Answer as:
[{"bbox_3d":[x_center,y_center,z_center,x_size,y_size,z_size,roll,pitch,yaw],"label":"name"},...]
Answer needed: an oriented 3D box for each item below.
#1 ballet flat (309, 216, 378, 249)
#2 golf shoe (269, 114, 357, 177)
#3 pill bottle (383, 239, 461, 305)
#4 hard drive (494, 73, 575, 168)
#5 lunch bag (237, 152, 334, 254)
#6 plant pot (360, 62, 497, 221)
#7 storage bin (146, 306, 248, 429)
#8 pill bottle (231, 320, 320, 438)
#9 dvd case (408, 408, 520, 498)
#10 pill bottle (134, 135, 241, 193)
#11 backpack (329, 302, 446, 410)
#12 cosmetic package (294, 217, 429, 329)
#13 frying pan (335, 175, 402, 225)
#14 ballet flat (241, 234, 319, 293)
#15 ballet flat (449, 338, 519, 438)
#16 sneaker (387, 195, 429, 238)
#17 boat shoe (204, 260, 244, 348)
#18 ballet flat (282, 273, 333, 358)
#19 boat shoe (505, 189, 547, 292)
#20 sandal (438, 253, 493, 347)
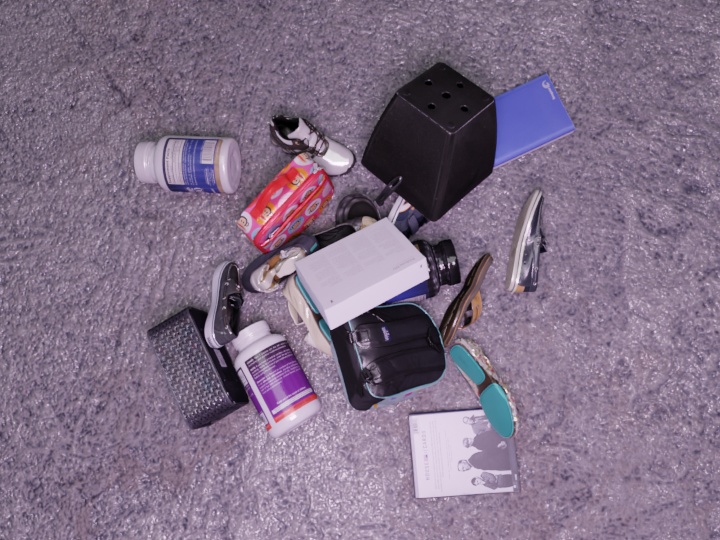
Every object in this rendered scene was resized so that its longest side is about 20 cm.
[{"bbox_3d":[-0.053,-0.054,1.186,0.196,0.057,0.068,-19,87,20],"label":"ballet flat"},{"bbox_3d":[-0.102,-0.255,1.234,0.196,0.095,0.079,23,81,7],"label":"golf shoe"},{"bbox_3d":[0.087,0.006,1.161,0.195,0.112,0.115,-15,79,2],"label":"pill bottle"},{"bbox_3d":[0.319,-0.302,1.241,0.196,0.025,0.134,-24,79,0],"label":"hard drive"},{"bbox_3d":[-0.144,-0.129,1.171,0.082,0.176,0.200,42,86,13],"label":"lunch bag"},{"bbox_3d":[0.139,-0.254,1.125,0.199,0.179,0.199,40,61,20],"label":"plant pot"},{"bbox_3d":[-0.304,0.183,1.148,0.092,0.135,0.203,-29,79,-1],"label":"storage bin"},{"bbox_3d":[-0.164,0.202,1.146,0.111,0.113,0.203,-30,79,-1],"label":"pill bottle"},{"bbox_3d":[0.192,0.340,1.137,0.194,0.025,0.155,-5,80,4],"label":"dvd case"},{"bbox_3d":[-0.351,-0.217,1.237,0.194,0.111,0.114,3,80,5],"label":"pill bottle"},{"bbox_3d":[0.051,0.154,1.107,0.196,0.154,0.179,-10,68,-28],"label":"backpack"},{"bbox_3d":[0.000,0.000,1.069,0.197,0.052,0.151,-26,39,-12],"label":"cosmetic package"},{"bbox_3d":[0.011,-0.127,1.186,0.114,0.031,0.193,37,121,23],"label":"frying pan"},{"bbox_3d":[-0.163,-0.002,1.168,0.198,0.073,0.074,-31,77,23],"label":"ballet flat"},{"bbox_3d":[0.241,0.209,1.126,0.076,0.063,0.203,-45,66,39],"label":"ballet flat"},{"bbox_3d":[0.109,-0.120,1.199,0.078,0.079,0.203,25,81,14],"label":"sneaker"},{"bbox_3d":[-0.250,0.060,1.166,0.055,0.069,0.203,-16,46,16],"label":"boat shoe"},{"bbox_3d":[-0.093,0.103,1.189,0.069,0.070,0.203,-31,77,-1],"label":"ballet flat"},{"bbox_3d":[0.330,-0.054,1.174,0.061,0.075,0.205,12,86,1],"label":"boat shoe"},{"bbox_3d":[0.211,0.063,1.166,0.054,0.082,0.203,32,76,-3],"label":"sandal"}]
